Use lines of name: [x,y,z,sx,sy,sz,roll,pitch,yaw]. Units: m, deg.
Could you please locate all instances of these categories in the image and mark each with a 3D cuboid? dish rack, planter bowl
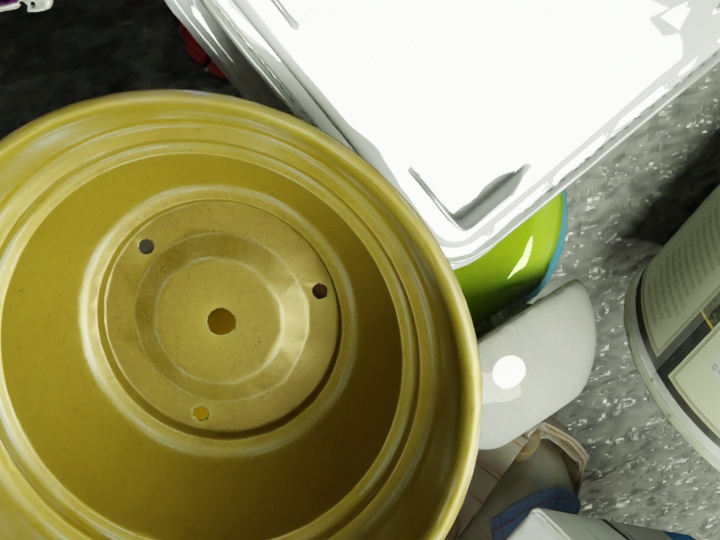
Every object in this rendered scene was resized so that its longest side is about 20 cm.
dish rack: [0.050,-0.105,0.747,0.200,0.044,0.172,-40,112,2]
planter bowl: [-0.054,0.028,0.781,0.199,0.084,0.202,2,107,7]

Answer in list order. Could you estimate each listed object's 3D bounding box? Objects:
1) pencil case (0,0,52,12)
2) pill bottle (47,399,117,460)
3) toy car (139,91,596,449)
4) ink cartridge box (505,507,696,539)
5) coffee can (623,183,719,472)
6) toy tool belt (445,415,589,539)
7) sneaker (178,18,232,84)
pencil case: [-0.187,-0.089,0.740,0.199,0.093,0.085,-28,-175,15]
pill bottle: [-0.169,0.100,0.897,0.111,0.113,0.200,7,169,-28]
toy car: [0.000,0.000,0.894,0.199,0.176,0.150,-35,175,22]
ink cartridge box: [0.095,0.188,0.992,0.145,0.084,0.200,-50,153,10]
coffee can: [0.225,-0.013,0.954,0.146,0.147,0.200,11,135,-32]
toy tool belt: [0.044,0.122,1.017,0.124,0.123,0.200,-33,168,18]
sneaker: [0.028,-0.130,0.786,0.199,0.078,0.083,-20,133,-6]
